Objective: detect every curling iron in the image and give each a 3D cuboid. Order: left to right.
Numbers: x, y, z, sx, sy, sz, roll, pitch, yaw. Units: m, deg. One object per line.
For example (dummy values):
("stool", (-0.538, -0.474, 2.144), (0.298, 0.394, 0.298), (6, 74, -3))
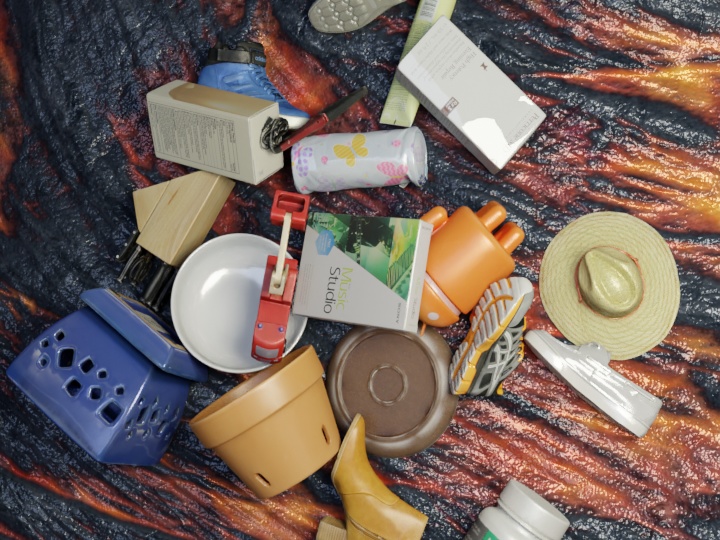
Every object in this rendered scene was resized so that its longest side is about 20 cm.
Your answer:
("curling iron", (-0.061, -0.221, 1.414), (0.198, 0.050, 0.025), (-30, 39, -31))

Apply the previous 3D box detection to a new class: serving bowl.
("serving bowl", (-0.174, 0.053, 1.432), (0.195, 0.066, 0.205), (2, 75, -6))

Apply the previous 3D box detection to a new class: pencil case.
("pencil case", (-0.001, -0.155, 1.415), (0.195, 0.091, 0.085), (-2, 73, 14))

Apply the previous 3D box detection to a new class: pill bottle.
("pill bottle", (0.178, 0.382, 1.286), (0.112, 0.113, 0.202), (33, 92, 16))

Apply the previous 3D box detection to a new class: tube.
("tube", (0.083, -0.305, 1.432), (0.051, 0.058, 0.204), (19, 88, 5))

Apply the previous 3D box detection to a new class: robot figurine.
("robot figurine", (0.131, -0.004, 1.346), (0.199, 0.144, 0.117), (-41, 48, 6))

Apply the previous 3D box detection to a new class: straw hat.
("straw hat", (0.329, 0.014, 1.306), (0.196, 0.085, 0.206), (-2, 83, 15))

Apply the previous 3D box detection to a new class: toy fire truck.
("toy fire truck", (-0.110, 0.011, 1.341), (0.048, 0.141, 0.204), (9, 68, -3))

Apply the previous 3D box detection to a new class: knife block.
("knife block", (-0.274, -0.042, 1.486), (0.196, 0.064, 0.179), (-15, 80, 12))

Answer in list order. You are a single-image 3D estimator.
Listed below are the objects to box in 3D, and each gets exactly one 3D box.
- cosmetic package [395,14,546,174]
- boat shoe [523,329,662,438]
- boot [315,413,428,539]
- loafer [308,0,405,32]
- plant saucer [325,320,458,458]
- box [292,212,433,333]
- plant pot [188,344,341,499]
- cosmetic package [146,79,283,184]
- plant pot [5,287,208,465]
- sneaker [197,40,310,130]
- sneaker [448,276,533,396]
("cosmetic package", (0.150, -0.240, 1.365), (0.200, 0.074, 0.102), (43, 89, 1))
("boat shoe", (0.307, 0.133, 1.306), (0.199, 0.072, 0.069), (39, 87, 17))
("boot", (0.027, 0.310, 1.358), (0.141, 0.071, 0.206), (16, 99, 10))
("loafer", (0.015, -0.408, 1.459), (0.196, 0.070, 0.071), (-15, 120, 23))
("plant saucer", (0.040, 0.161, 1.394), (0.196, 0.032, 0.205), (-2, 81, 15))
("box", (0.000, 0.000, 1.339), (0.197, 0.036, 0.148), (6, 85, 37))
("plant pot", (-0.117, 0.215, 1.357), (0.198, 0.200, 0.142), (-30, 93, 9))
("cosmetic package", (-0.211, -0.203, 1.439), (0.197, 0.071, 0.107), (18, 126, 29))
("plant pot", (-0.344, 0.146, 1.416), (0.199, 0.200, 0.181), (37, 88, 17))
("sneaker", (-0.152, -0.281, 1.476), (0.197, 0.076, 0.114), (20, 98, 23))
("sneaker", (0.185, 0.090, 1.311), (0.076, 0.079, 0.202), (15, 129, -12))
